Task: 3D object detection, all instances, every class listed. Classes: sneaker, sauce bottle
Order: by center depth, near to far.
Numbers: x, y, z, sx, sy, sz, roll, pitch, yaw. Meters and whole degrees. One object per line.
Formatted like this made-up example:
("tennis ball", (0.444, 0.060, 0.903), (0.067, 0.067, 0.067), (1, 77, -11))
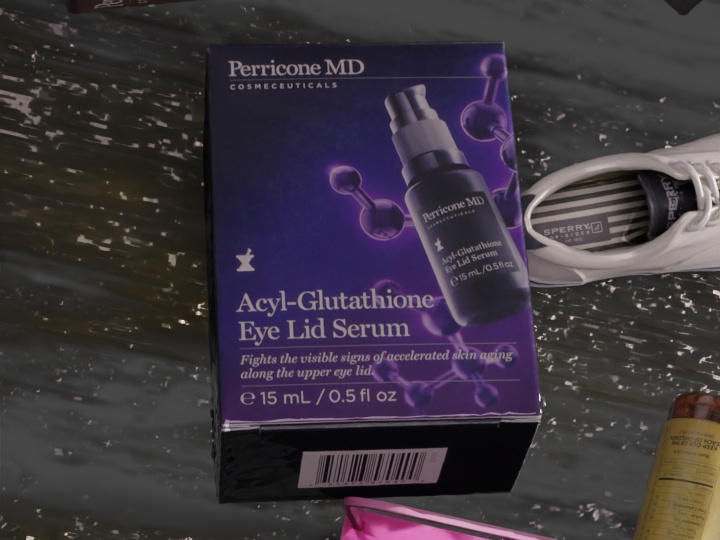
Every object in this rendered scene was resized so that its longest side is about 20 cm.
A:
("sauce bottle", (0.158, 0.161, 1.118), (0.066, 0.066, 0.200), (18, 75, -4))
("sneaker", (0.166, -0.031, 1.147), (0.200, 0.071, 0.073), (-16, 86, -7))

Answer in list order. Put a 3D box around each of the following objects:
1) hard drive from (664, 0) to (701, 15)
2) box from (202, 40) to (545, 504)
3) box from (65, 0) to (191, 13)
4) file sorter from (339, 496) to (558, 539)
("hard drive", (0.182, -0.238, 1.120), (0.140, 0.038, 0.200), (35, 112, -28))
("box", (0.000, 0.000, 1.083), (0.148, 0.104, 0.200), (-3, 66, -6))
("box", (-0.053, -0.226, 1.096), (0.200, 0.166, 0.165), (-7, 86, -6))
("file sorter", (0.035, 0.216, 1.063), (0.139, 0.125, 0.200), (12, 78, 6))
